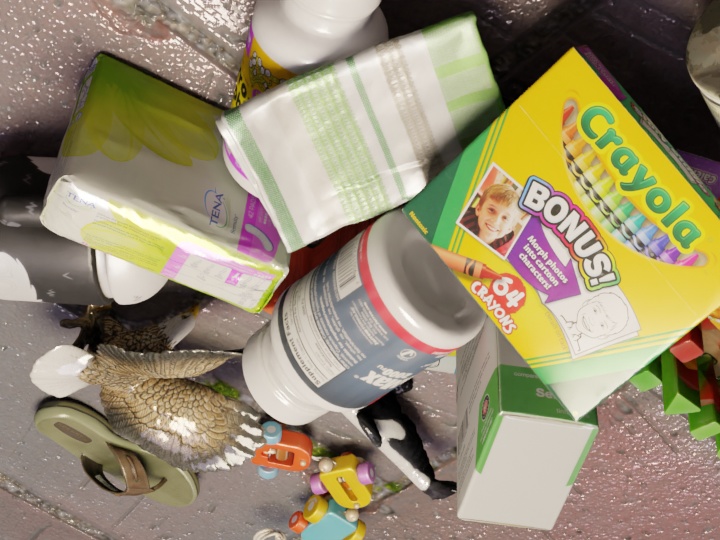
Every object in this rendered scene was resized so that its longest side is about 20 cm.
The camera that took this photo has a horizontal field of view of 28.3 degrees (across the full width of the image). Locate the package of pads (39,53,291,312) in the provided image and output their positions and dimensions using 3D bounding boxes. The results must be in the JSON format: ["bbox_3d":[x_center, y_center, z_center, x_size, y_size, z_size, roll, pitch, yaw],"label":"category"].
[{"bbox_3d":[-0.145,-0.066,1.144,0.198,0.156,0.068,23,135,-16],"label":"package of pads"}]

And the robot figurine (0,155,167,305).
[{"bbox_3d":[-0.252,-0.036,1.217,0.197,0.151,0.126,3,121,5],"label":"robot figurine"}]

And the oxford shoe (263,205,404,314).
[{"bbox_3d":[0.000,0.000,1.266,0.199,0.072,0.072,-21,137,39],"label":"oxford shoe"}]

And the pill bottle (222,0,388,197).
[{"bbox_3d":[-0.039,-0.151,1.078,0.103,0.105,0.201,13,136,-7],"label":"pill bottle"}]

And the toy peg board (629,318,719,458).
[{"bbox_3d":[0.342,0.069,1.265,0.198,0.099,0.199,-31,126,34],"label":"toy peg board"}]

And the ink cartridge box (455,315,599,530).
[{"bbox_3d":[0.130,0.083,1.165,0.083,0.202,0.147,7,138,-5],"label":"ink cartridge box"}]

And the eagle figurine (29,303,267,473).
[{"bbox_3d":[-0.188,0.091,1.325,0.152,0.199,0.151,-58,152,6],"label":"eagle figurine"}]

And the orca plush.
[{"bbox_3d":[0.033,0.139,1.399,0.071,0.105,0.200,-44,96,-2],"label":"orca plush"}]

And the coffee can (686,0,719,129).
[{"bbox_3d":[0.341,-0.108,1.040,0.145,0.148,0.200,-19,131,25],"label":"coffee can"}]

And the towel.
[{"bbox_3d":[0.010,-0.096,1.046,0.198,0.031,0.150,-21,139,6],"label":"towel"}]

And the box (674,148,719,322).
[{"bbox_3d":[0.254,-0.027,1.121,0.136,0.039,0.200,22,161,33],"label":"box"}]

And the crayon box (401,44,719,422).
[{"bbox_3d":[0.157,-0.027,1.018,0.172,0.058,0.201,-43,84,23],"label":"crayon box"}]

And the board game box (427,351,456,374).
[{"bbox_3d":[0.131,0.019,1.277,0.149,0.047,0.201,8,137,-1],"label":"board game box"}]

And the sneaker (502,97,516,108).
[{"bbox_3d":[0.124,-0.112,1.135,0.198,0.076,0.080,22,120,-22],"label":"sneaker"}]

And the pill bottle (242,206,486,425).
[{"bbox_3d":[-0.003,0.045,1.161,0.119,0.121,0.199,32,134,-25],"label":"pill bottle"}]

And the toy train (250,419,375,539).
[{"bbox_3d":[-0.058,0.225,1.520,0.148,0.056,0.202,6,134,3],"label":"toy train"}]

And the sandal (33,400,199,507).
[{"bbox_3d":[-0.264,0.207,1.522,0.200,0.058,0.080,31,132,-24],"label":"sandal"}]
